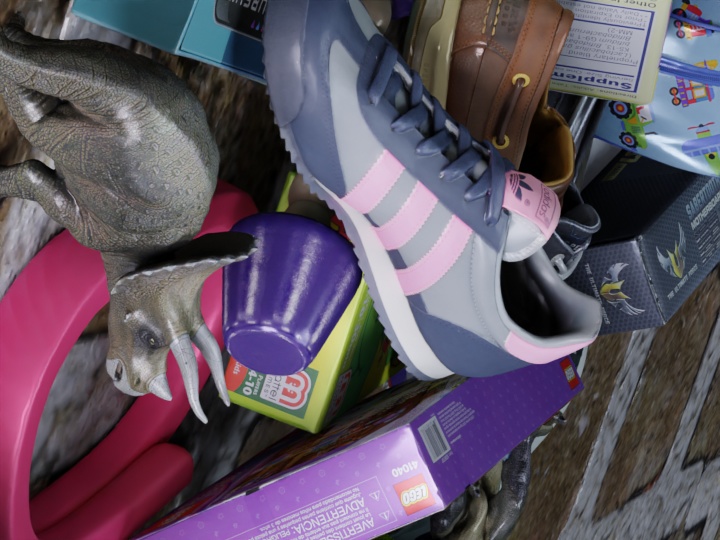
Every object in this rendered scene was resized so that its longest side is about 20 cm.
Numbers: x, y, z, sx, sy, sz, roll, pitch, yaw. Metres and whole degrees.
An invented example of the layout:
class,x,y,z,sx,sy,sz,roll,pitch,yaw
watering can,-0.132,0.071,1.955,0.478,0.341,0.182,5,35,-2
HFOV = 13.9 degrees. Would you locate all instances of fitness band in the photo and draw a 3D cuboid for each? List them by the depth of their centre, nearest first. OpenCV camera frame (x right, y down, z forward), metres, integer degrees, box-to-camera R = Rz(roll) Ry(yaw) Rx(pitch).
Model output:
class,x,y,z,sx,sy,sz,roll,pitch,yaw
fitness band,-0.097,0.039,1.149,0.200,0.037,0.144,-41,145,-56

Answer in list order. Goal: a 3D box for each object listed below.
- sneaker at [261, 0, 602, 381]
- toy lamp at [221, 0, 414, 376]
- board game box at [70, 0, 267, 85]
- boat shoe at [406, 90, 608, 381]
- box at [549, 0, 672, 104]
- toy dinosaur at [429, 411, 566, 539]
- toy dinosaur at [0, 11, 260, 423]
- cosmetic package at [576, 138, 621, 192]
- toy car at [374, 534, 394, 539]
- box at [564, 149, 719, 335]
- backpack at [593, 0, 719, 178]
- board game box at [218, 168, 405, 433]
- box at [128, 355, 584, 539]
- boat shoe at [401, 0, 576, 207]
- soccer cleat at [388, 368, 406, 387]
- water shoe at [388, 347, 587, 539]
class,x,y,z,sx,sy,sz,roll,pitch,yaw
sneaker,0.030,-0.039,1.109,0.200,0.082,0.070,59,37,-40
toy lamp,-0.014,-0.049,1.177,0.058,0.058,0.201,86,17,-54
board game box,-0.026,-0.171,1.085,0.201,0.047,0.151,-69,162,3
boat shoe,0.073,-0.023,1.320,0.072,0.068,0.201,-41,149,-69
box,0.094,-0.194,1.202,0.200,0.096,0.177,94,6,-66
toy dinosaur,0.056,0.107,1.363,0.088,0.047,0.200,102,13,-45
toy dinosaur,-0.082,-0.045,0.983,0.077,0.102,0.200,-57,159,-32
cosmetic package,0.121,-0.111,1.513,0.200,0.082,0.051,-42,148,-52
toy car,-0.017,0.181,1.380,0.200,0.157,0.165,47,54,-57
box,0.114,-0.024,1.476,0.200,0.157,0.051,-43,118,-52
backpack,0.148,-0.132,1.379,0.183,0.199,0.135,-44,151,-49
board game box,0.000,0.000,1.311,0.200,0.047,0.102,-30,138,-74
box,0.002,0.081,1.228,0.039,0.136,0.200,65,23,-2
boat shoe,0.054,-0.037,1.212,0.201,0.067,0.072,89,14,-46
soccer cleat,0.093,0.019,1.536,0.200,0.067,0.076,-27,166,-39
water shoe,0.064,0.069,1.577,0.201,0.071,0.079,-63,158,-18
